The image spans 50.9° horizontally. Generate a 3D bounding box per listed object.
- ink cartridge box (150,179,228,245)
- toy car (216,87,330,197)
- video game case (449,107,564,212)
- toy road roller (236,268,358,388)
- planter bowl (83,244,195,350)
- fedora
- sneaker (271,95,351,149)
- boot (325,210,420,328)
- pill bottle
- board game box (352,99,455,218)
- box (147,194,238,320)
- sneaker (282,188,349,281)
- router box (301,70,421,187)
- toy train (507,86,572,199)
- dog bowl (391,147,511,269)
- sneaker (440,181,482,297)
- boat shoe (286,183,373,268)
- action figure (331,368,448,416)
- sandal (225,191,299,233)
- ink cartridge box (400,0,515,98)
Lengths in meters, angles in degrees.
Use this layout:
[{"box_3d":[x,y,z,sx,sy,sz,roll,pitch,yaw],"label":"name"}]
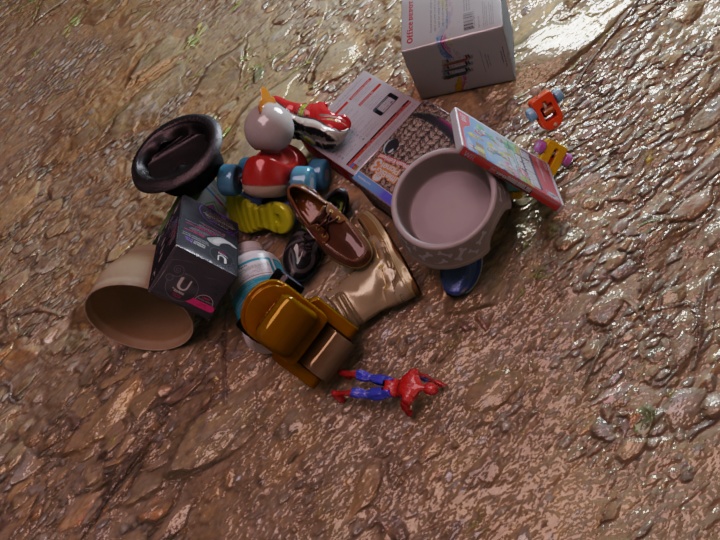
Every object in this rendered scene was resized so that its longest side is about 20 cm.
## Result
[{"box_3d":[-0.335,-0.084,1.509,0.059,0.104,0.201,13,67,29],"label":"ink cartridge box"},{"box_3d":[-0.165,-0.248,1.446,0.182,0.177,0.202,4,108,16],"label":"toy car"},{"box_3d":[0.234,-0.180,1.220,0.017,0.199,0.144,-53,19,31],"label":"video game case"},{"box_3d":[-0.100,0.099,1.205,0.199,0.146,0.123,38,90,-11],"label":"toy road roller"},{"box_3d":[-0.398,0.039,1.420,0.198,0.201,0.136,-10,47,17],"label":"planter bowl"},{"box_3d":[-0.338,-0.206,1.459,0.199,0.092,0.202,-11,57,17],"label":"fedora"},{"box_3d":[-0.100,-0.304,1.506,0.199,0.077,0.085,30,66,27],"label":"sneaker"},{"box_3d":[0.000,0.000,1.342,0.155,0.073,0.201,-31,59,4],"label":"boot"},{"box_3d":[-0.180,0.042,1.367,0.110,0.111,0.201,-29,54,5],"label":"pill bottle"},{"box_3d":[0.115,-0.179,1.362,0.200,0.097,0.159,-48,50,-3],"label":"board game box"},{"box_3d":[-0.292,-0.026,1.341,0.106,0.122,0.201,-53,24,20],"label":"box"},{"box_3d":[-0.083,-0.073,1.403,0.070,0.083,0.201,31,75,0],"label":"sneaker"},{"box_3d":[0.006,-0.285,1.514,0.200,0.049,0.179,-46,55,-7],"label":"router box"},{"box_3d":[0.283,-0.218,1.320,0.200,0.151,0.056,-39,18,3],"label":"toy train"},{"box_3d":[0.139,-0.106,1.215,0.198,0.059,0.202,-9,66,21],"label":"dog bowl"},{"box_3d":[0.166,-0.056,1.273,0.078,0.089,0.202,8,88,26],"label":"sneaker"},{"box_3d":[-0.061,-0.079,1.315,0.072,0.068,0.200,-46,68,1],"label":"boat shoe"},{"box_3d":[0.058,0.196,1.216,0.199,0.099,0.066,-7,58,45],"label":"action figure"},{"box_3d":[-0.185,-0.118,1.495,0.199,0.080,0.087,14,31,36],"label":"sandal"},{"box_3d":[0.189,-0.451,1.473,0.198,0.145,0.147,-7,60,19],"label":"ink cartridge box"}]
